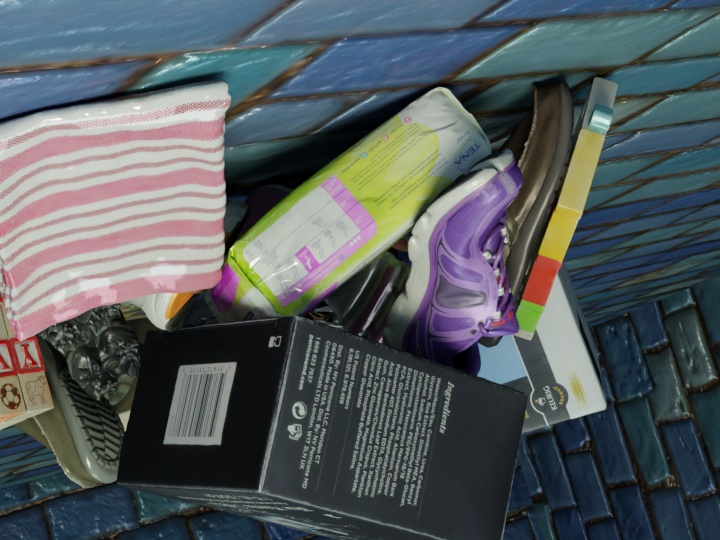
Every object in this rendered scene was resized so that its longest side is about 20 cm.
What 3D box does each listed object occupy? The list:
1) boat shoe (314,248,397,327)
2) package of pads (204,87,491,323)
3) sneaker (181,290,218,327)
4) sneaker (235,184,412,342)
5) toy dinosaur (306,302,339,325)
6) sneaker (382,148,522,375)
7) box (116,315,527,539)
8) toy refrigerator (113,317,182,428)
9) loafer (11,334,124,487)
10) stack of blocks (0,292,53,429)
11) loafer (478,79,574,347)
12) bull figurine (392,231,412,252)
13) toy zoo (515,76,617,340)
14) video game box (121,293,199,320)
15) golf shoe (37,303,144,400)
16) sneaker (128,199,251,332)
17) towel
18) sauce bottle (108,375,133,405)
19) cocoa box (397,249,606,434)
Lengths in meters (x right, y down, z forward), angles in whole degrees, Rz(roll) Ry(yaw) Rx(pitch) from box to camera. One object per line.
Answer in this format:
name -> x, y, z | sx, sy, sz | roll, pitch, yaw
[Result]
boat shoe -> 0.010, 0.000, 1.623 | 0.201, 0.072, 0.060 | -32, 163, 38
package of pads -> -0.011, -0.034, 1.157 | 0.200, 0.068, 0.155 | -40, 179, -16
sneaker -> -0.112, 0.045, 1.444 | 0.066, 0.079, 0.200 | 4, 157, 7
sneaker -> 0.000, 0.000, 1.289 | 0.081, 0.200, 0.088 | -52, 175, 21
toy dinosaur -> -0.039, 0.016, 1.518 | 0.200, 0.136, 0.102 | -26, -148, 55
sneaker -> 0.080, 0.001, 1.124 | 0.081, 0.083, 0.200 | -38, 155, -36
box -> -0.028, 0.115, 1.137 | 0.199, 0.118, 0.196 | 19, 165, -32
toy refrigerator -> -0.180, 0.094, 1.481 | 0.076, 0.070, 0.200 | -19, -152, 8
loafer -> -0.250, 0.104, 1.321 | 0.070, 0.200, 0.075 | -43, 142, 8
stack of blocks -> -0.340, 0.083, 1.295 | 0.199, 0.116, 0.058 | -22, 170, 33
loafer -> 0.101, -0.047, 1.205 | 0.071, 0.201, 0.073 | 19, -179, 4
bull figurine -> 0.076, -0.038, 1.337 | 0.121, 0.065, 0.200 | -18, -159, -19
toy zoo -> 0.156, -0.054, 1.258 | 0.020, 0.132, 0.200 | 18, 145, 4
video game box -> -0.132, -0.004, 1.388 | 0.199, 0.047, 0.182 | -11, 168, -39
golf shoe -> -0.221, 0.015, 1.249 | 0.078, 0.095, 0.200 | -29, 149, -16
sneaker -> -0.140, -0.027, 1.184 | 0.076, 0.092, 0.200 | -59, -179, 14
towel -> -0.148, -0.033, 0.991 | 0.146, 0.030, 0.200 | -15, 150, -15
sauce bottle -> -0.283, 0.080, 1.439 | 0.199, 0.065, 0.065 | 3, -174, 38
cocoa box -> 0.125, 0.033, 1.497 | 0.131, 0.201, 0.134 | -19, -157, 11
